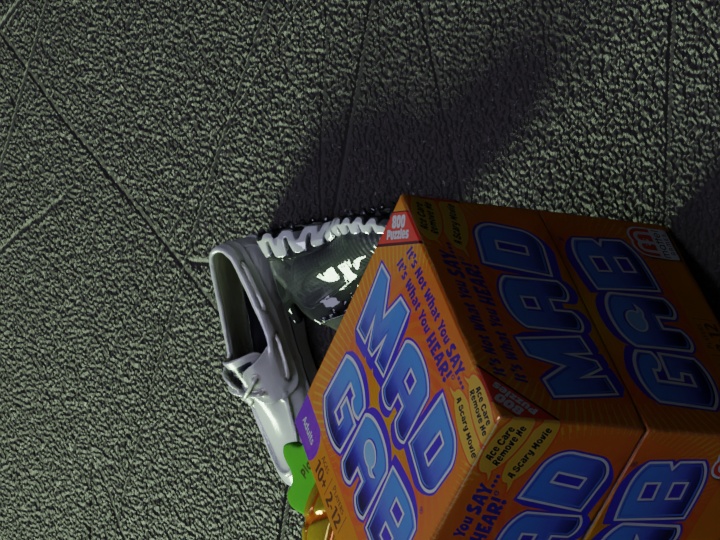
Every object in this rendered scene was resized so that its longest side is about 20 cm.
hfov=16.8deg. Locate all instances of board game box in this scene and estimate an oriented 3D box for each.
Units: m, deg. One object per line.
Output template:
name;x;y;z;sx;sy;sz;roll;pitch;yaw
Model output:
board game box;0.104;0.100;1.528;0.200;0.199;0.200;-65;31;34

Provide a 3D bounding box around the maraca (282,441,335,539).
maraca;0.005;0.185;1.773;0.200;0.107;0.137;52;133;29

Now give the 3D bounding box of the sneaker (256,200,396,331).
sneaker;0.000;0.000;1.776;0.200;0.066;0.091;-9;94;53

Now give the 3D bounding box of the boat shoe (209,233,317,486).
boat shoe;-0.074;0.072;1.871;0.072;0.066;0.201;-6;93;49
